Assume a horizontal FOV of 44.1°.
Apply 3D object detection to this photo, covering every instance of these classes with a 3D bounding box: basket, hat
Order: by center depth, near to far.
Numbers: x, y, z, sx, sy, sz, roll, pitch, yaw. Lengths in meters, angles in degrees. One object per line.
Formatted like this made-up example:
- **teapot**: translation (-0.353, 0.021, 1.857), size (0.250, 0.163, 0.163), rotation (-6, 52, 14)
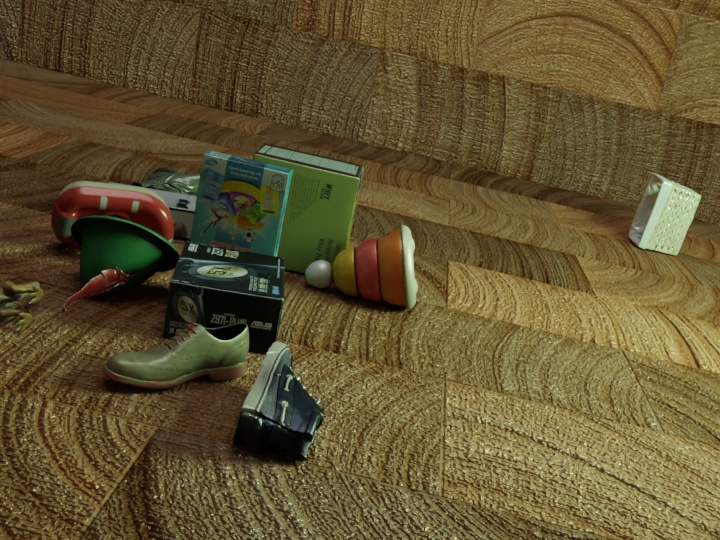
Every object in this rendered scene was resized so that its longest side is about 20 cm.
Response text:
- **hat**: translation (-0.379, 0.031, 1.325), size (0.164, 0.178, 0.199), rotation (-12, -33, 37)
- **basket**: translation (0.863, -0.156, 2.525), size (0.122, 0.202, 0.136), rotation (17, 17, -1)

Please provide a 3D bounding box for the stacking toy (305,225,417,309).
- **stacking toy**: translation (0.000, 0.000, 1.570), size (0.197, 0.148, 0.146), rotation (-4, 17, 2)

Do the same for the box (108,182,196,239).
- **box**: translation (-0.392, -0.113, 1.713), size (0.197, 0.061, 0.117), rotation (9, 17, -12)

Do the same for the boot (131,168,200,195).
- **boot**: translation (-0.383, -0.169, 1.917), size (0.197, 0.069, 0.131), rotation (6, 21, 6)

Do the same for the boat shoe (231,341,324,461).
- **boat shoe**: translation (-0.086, 0.158, 1.067), size (0.092, 0.075, 0.200), rotation (19, 25, -1)

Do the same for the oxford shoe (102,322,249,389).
- **oxford shoe**: translation (-0.229, 0.099, 1.123), size (0.198, 0.076, 0.070), rotation (-4, 24, -43)

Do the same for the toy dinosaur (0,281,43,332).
- **toy dinosaur**: translation (-0.471, 0.032, 1.194), size (0.105, 0.061, 0.199), rotation (18, 17, 23)

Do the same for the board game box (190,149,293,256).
- **board game box**: translation (-0.208, -0.089, 1.525), size (0.149, 0.203, 0.047), rotation (12, 16, 2)

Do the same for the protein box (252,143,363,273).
- **protein box**: translation (-0.111, -0.112, 1.670), size (0.197, 0.201, 0.135), rotation (12, 17, 0)

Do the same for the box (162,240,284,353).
- **box**: translation (-0.199, 0.035, 1.332), size (0.161, 0.087, 0.200), rotation (10, 17, -7)

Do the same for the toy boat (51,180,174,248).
- **toy boat**: translation (-0.410, -0.063, 1.484), size (0.197, 0.131, 0.132), rotation (4, 48, -25)
